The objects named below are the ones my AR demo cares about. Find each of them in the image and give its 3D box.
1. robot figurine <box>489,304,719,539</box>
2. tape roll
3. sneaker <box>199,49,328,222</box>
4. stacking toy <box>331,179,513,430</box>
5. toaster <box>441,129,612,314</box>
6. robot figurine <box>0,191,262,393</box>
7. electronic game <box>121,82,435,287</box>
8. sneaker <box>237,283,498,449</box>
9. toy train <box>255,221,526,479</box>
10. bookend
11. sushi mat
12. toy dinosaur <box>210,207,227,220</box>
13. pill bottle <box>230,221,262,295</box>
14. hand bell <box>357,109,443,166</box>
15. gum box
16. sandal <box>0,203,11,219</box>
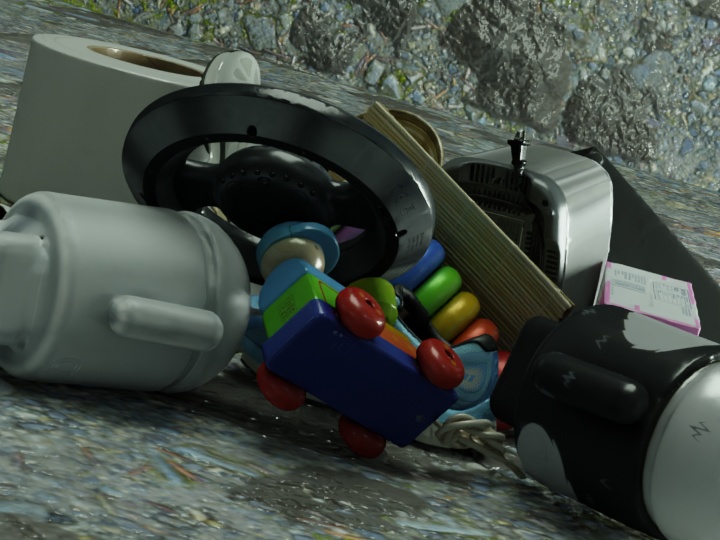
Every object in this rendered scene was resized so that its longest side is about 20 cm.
[{"bbox_3d":[0.175,0.091,1.413,0.150,0.125,0.200,-24,32,-37],"label":"robot figurine"},{"bbox_3d":[-0.199,-0.113,2.005,0.202,0.139,0.203,14,10,-3],"label":"tape roll"},{"bbox_3d":[-0.066,-0.106,1.860,0.115,0.201,0.076,-17,-41,20],"label":"sneaker"},{"bbox_3d":[0.047,0.024,1.570,0.200,0.085,0.085,47,12,2],"label":"stacking toy"},{"bbox_3d":[0.111,-0.013,1.666,0.113,0.200,0.129,14,17,24],"label":"toaster"},{"bbox_3d":[-0.150,0.015,1.413,0.200,0.113,0.170,8,12,-34],"label":"robot figurine"},{"bbox_3d":[-0.051,-0.048,1.446,0.200,0.042,0.200,12,-33,8],"label":"electronic game"},{"bbox_3d":[0.008,0.047,1.527,0.200,0.090,0.078,18,10,24],"label":"sneaker"},{"bbox_3d":[0.018,0.053,1.433,0.200,0.085,0.116,33,25,-35],"label":"toy train"},{"bbox_3d":[0.192,0.008,1.881,0.199,0.092,0.200,48,-10,-9],"label":"bookend"},{"bbox_3d":[0.058,-0.019,1.594,0.200,0.096,0.012,47,47,13],"label":"sushi mat"},{"bbox_3d":[-0.145,-0.012,1.686,0.200,0.058,0.101,12,21,44],"label":"toy dinosaur"},{"bbox_3d":[0.000,0.000,1.717,0.114,0.114,0.200,21,12,36],"label":"pill bottle"},{"bbox_3d":[0.036,-0.036,1.921,0.104,0.104,0.200,19,-23,23],"label":"hand bell"},{"bbox_3d":[0.184,0.067,1.599,0.066,0.114,0.200,15,10,4],"label":"gum box"},{"bbox_3d":[-0.256,-0.015,1.589,0.206,0.059,0.079,7,11,-43],"label":"sandal"}]
